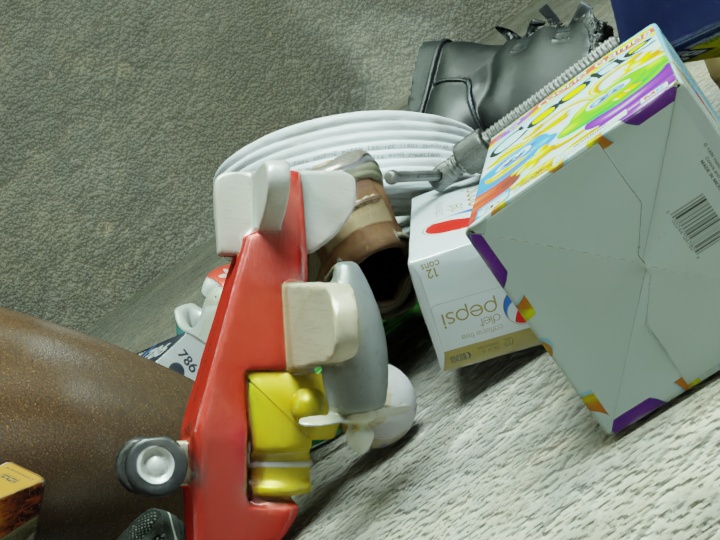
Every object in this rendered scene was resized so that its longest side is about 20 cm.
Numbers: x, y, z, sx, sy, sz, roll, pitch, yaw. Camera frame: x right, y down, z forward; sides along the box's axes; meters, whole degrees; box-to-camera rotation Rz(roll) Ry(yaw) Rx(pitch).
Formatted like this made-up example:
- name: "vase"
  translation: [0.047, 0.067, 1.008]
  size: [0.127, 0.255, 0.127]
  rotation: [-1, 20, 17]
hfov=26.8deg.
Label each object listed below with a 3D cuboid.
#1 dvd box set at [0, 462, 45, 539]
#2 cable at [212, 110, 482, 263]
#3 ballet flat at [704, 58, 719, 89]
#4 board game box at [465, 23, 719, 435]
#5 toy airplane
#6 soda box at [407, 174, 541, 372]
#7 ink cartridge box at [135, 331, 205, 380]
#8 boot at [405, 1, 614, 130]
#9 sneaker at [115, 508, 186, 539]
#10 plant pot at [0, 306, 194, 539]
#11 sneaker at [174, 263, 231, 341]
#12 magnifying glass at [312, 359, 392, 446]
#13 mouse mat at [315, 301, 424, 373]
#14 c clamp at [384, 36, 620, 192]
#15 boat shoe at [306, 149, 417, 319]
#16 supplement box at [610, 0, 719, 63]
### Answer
- name: "dvd box set"
  translation: [-0.231, 0.184, 0.723]
  size: [0.200, 0.029, 0.148]
  rotation: [-14, -61, -66]
- name: "cable"
  translation: [-0.002, -0.050, 1.035]
  size: [0.198, 0.070, 0.200]
  rotation: [-1, -17, -32]
- name: "ballet flat"
  translation: [0.298, -0.182, 0.941]
  size: [0.199, 0.063, 0.069]
  rotation: [-33, 9, 21]
- name: "board game box"
  translation: [0.121, -0.028, 0.671]
  size: [0.103, 0.105, 0.200]
  rotation: [-34, 8, 15]
- name: "toy airplane"
  translation: [-0.033, 0.042, 0.791]
  size: [0.201, 0.140, 0.200]
  rotation: [-86, 18, -55]
- name: "soda box"
  translation: [0.067, -0.006, 0.858]
  size: [0.067, 0.064, 0.200]
  rotation: [-17, 10, 6]
- name: "ink cartridge box"
  translation: [-0.172, 0.101, 1.068]
  size: [0.200, 0.039, 0.099]
  rotation: [-43, 12, -36]
- name: "boot"
  translation: [0.114, -0.102, 1.153]
  size: [0.161, 0.073, 0.201]
  rotation: [-1, 69, 30]
- name: "sneaker"
  translation: [-0.151, 0.170, 0.754]
  size: [0.080, 0.087, 0.200]
  rotation: [-29, 10, 30]
- name: "plant pot"
  translation: [-0.196, 0.108, 0.904]
  size: [0.198, 0.189, 0.186]
  rotation: [6, -16, -31]
- name: "sneaker"
  translation: [-0.081, 0.034, 1.152]
  size: [0.070, 0.094, 0.199]
  rotation: [-22, -6, -42]
- name: "magnifying glass"
  translation: [-0.045, 0.093, 0.976]
  size: [0.080, 0.022, 0.199]
  rotation: [-42, 9, -34]
- name: "mouse mat"
  translation: [0.026, 0.028, 1.023]
  size: [0.199, 0.008, 0.160]
  rotation: [-36, 7, -33]
- name: "c clamp"
  translation: [0.123, -0.105, 0.904]
  size: [0.199, 0.027, 0.171]
  rotation: [-36, -8, 20]
- name: "boat shoe"
  translation: [0.000, 0.000, 0.926]
  size: [0.075, 0.072, 0.200]
  rotation: [-29, -20, -1]
- name: "supplement box"
  translation: [0.234, -0.180, 0.784]
  size: [0.198, 0.111, 0.109]
  rotation: [-12, -3, -27]
